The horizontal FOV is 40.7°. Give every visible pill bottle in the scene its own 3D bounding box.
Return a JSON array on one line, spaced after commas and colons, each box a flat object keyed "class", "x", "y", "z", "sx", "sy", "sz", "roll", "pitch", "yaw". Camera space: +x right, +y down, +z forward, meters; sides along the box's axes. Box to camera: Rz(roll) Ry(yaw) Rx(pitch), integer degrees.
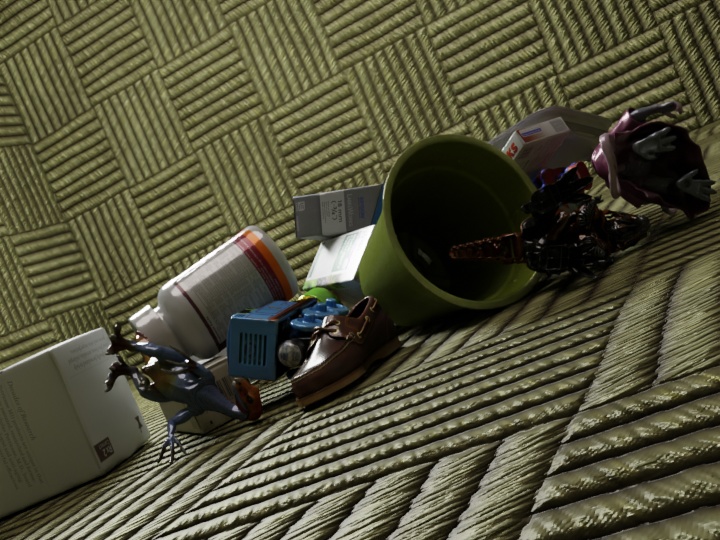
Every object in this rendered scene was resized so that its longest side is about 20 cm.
[{"class": "pill bottle", "x": -0.185, "y": 0.041, "z": 1.223, "sx": 0.199, "sy": 0.110, "sz": 0.109, "roll": -37, "pitch": 5, "yaw": -16}]

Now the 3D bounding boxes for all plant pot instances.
[{"class": "plant pot", "x": 0.084, "y": -0.023, "z": 1.111, "sx": 0.199, "sy": 0.202, "sz": 0.190, "roll": -25, "pitch": -9, "yaw": -28}]

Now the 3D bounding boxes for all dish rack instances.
[{"class": "dish rack", "x": 0.227, "y": -0.145, "z": 1.289, "sx": 0.170, "sy": 0.044, "sz": 0.199, "roll": 3, "pitch": -26, "yaw": -44}]

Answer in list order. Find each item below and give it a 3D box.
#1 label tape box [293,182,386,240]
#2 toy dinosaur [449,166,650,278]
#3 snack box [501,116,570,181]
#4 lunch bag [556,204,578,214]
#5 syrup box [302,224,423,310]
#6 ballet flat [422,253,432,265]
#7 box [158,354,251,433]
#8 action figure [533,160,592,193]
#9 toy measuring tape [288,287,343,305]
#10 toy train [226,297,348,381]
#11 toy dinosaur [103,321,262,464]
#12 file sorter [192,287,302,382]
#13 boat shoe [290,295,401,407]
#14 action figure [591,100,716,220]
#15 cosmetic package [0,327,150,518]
[{"class": "label tape box", "x": 0.026, "y": -0.081, "z": 1.359, "sx": 0.198, "sy": 0.064, "sz": 0.143, "roll": -6, "pitch": -4, "yaw": 37}, {"class": "toy dinosaur", "x": 0.198, "y": -0.027, "z": 0.987, "sx": 0.199, "sy": 0.103, "sz": 0.136, "roll": -29, "pitch": -8, "yaw": -3}, {"class": "snack box", "x": 0.175, "y": -0.105, "z": 1.159, "sx": 0.071, "sy": 0.024, "sz": 0.200, "roll": -21, "pitch": -22, "yaw": -29}, {"class": "lunch bag", "x": 0.210, "y": -0.038, "z": 1.303, "sx": 0.198, "sy": 0.076, "sz": 0.160, "roll": -24, "pitch": 5, "yaw": 13}, {"class": "syrup box", "x": 0.000, "y": 0.000, "z": 1.298, "sx": 0.200, "sy": 0.081, "sz": 0.080, "roll": -13, "pitch": 54, "yaw": 68}, {"class": "ballet flat", "x": 0.082, "y": -0.027, "z": 1.332, "sx": 0.201, "sy": 0.071, "sz": 0.072, "roll": -59, "pitch": -4, "yaw": 9}, {"class": "box", "x": -0.198, "y": 0.154, "z": 1.209, "sx": 0.082, "sy": 0.069, "sz": 0.200, "roll": -27, "pitch": 3, "yaw": -24}, {"class": "action figure", "x": 0.245, "y": -0.107, "z": 1.213, "sx": 0.065, "sy": 0.052, "sz": 0.200, "roll": -17, "pitch": 4, "yaw": 6}, {"class": "toy measuring tape", "x": -0.083, "y": 0.037, "z": 1.301, "sx": 0.074, "sy": 0.199, "sz": 0.074, "roll": -45, "pitch": -20, "yaw": -22}, {"class": "toy train", "x": -0.082, "y": 0.078, "z": 1.147, "sx": 0.113, "sy": 0.088, "sz": 0.200, "roll": 7, "pitch": 9, "yaw": 11}, {"class": "toy dinosaur", "x": -0.185, "y": 0.111, "z": 1.051, "sx": 0.179, "sy": 0.106, "sz": 0.200, "roll": 15, "pitch": 24, "yaw": 1}, {"class": "file sorter", "x": -0.173, "y": 0.099, "z": 1.394, "sx": 0.198, "sy": 0.140, "sz": 0.124, "roll": -25, "pitch": 4, "yaw": -17}, {"class": "boat shoe", "x": -0.022, "y": 0.081, "z": 1.014, "sx": 0.070, "sy": 0.071, "sz": 0.200, "roll": -22, "pitch": 4, "yaw": 25}, {"class": "action figure", "x": 0.301, "y": -0.109, "z": 1.075, "sx": 0.147, "sy": 0.136, "sz": 0.200, "roll": -14, "pitch": 13, "yaw": -10}, {"class": "cosmetic package", "x": -0.407, "y": 0.196, "z": 1.233, "sx": 0.198, "sy": 0.167, "sz": 0.165, "roll": -24, "pitch": 3, "yaw": 9}]
